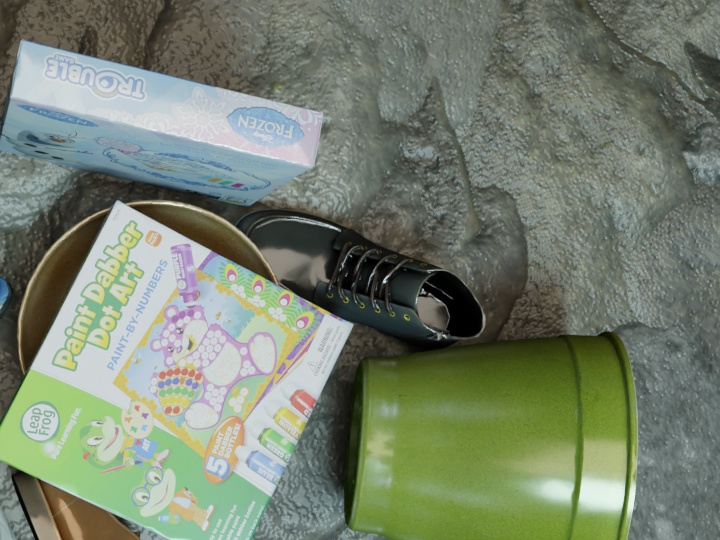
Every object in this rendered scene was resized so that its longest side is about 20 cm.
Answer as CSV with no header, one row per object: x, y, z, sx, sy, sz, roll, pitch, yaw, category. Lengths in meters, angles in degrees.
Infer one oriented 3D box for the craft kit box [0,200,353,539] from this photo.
-0.134,0.083,1.000,0.197,0.049,0.201,27,79,-10,craft kit box

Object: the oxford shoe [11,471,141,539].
-0.183,0.228,1.012,0.071,0.071,0.201,-22,91,-21,oxford shoe

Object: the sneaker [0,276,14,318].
-0.345,0.018,0.974,0.199,0.078,0.090,-6,85,-17,sneaker

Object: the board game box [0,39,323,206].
-0.148,-0.097,0.977,0.199,0.199,0.044,12,83,-16,board game box

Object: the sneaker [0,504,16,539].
-0.265,0.217,0.979,0.074,0.087,0.201,-27,95,-18,sneaker

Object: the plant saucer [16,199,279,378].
-0.155,0.048,1.043,0.199,0.035,0.201,0,91,-13,plant saucer

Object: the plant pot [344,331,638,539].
0.087,0.136,1.049,0.192,0.200,0.201,6,84,-4,plant pot

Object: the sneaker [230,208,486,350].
0.000,0.000,1.061,0.199,0.106,0.075,21,80,-11,sneaker
